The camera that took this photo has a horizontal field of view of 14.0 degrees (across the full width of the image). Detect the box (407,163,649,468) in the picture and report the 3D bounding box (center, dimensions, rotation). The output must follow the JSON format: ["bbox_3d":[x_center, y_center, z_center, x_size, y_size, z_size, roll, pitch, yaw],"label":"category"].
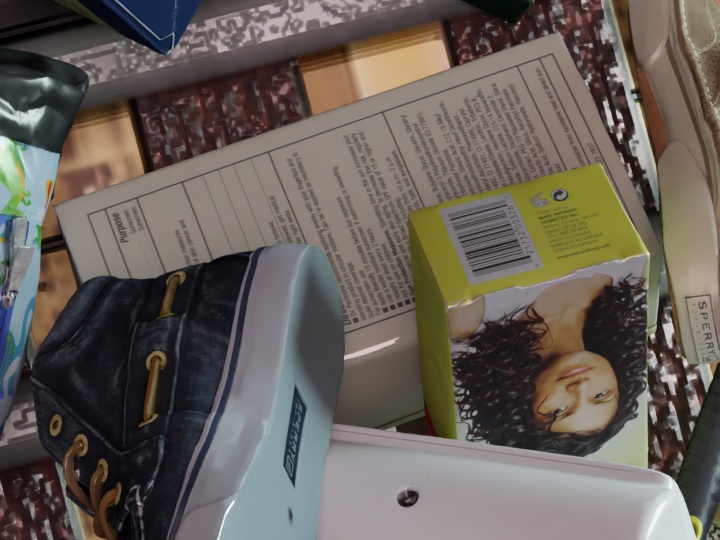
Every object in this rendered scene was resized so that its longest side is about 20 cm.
[{"bbox_3d":[0.061,0.055,1.037,0.075,0.200,0.050,-16,48,-7],"label":"box"}]

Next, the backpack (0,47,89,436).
[{"bbox_3d":[-0.194,0.018,1.039,0.163,0.154,0.200,10,101,21],"label":"backpack"}]

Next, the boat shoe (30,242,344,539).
[{"bbox_3d":[-0.064,0.073,0.942,0.091,0.200,0.071,-8,129,18],"label":"boat shoe"}]

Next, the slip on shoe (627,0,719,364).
[{"bbox_3d":[0.135,-0.048,1.063,0.061,0.200,0.076,-11,129,9],"label":"slip on shoe"}]

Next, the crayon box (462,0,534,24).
[{"bbox_3d":[0.027,-0.222,1.115,0.172,0.058,0.200,26,83,-2],"label":"crayon box"}]

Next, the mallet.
[{"bbox_3d":[0.155,0.028,1.097,0.066,0.041,0.200,18,68,-9],"label":"mallet"}]

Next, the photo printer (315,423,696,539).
[{"bbox_3d":[0.025,0.128,1.018,0.200,0.166,0.069,6,47,27],"label":"photo printer"}]

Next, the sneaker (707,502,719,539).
[{"bbox_3d":[0.174,0.083,1.093,0.077,0.089,0.200,40,86,-1],"label":"sneaker"}]

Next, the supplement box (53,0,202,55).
[{"bbox_3d":[-0.120,-0.218,1.023,0.200,0.134,0.200,27,83,25],"label":"supplement box"}]

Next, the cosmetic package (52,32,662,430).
[{"bbox_3d":[0.000,0.000,1.074,0.200,0.073,0.104,-19,63,-6],"label":"cosmetic package"}]
